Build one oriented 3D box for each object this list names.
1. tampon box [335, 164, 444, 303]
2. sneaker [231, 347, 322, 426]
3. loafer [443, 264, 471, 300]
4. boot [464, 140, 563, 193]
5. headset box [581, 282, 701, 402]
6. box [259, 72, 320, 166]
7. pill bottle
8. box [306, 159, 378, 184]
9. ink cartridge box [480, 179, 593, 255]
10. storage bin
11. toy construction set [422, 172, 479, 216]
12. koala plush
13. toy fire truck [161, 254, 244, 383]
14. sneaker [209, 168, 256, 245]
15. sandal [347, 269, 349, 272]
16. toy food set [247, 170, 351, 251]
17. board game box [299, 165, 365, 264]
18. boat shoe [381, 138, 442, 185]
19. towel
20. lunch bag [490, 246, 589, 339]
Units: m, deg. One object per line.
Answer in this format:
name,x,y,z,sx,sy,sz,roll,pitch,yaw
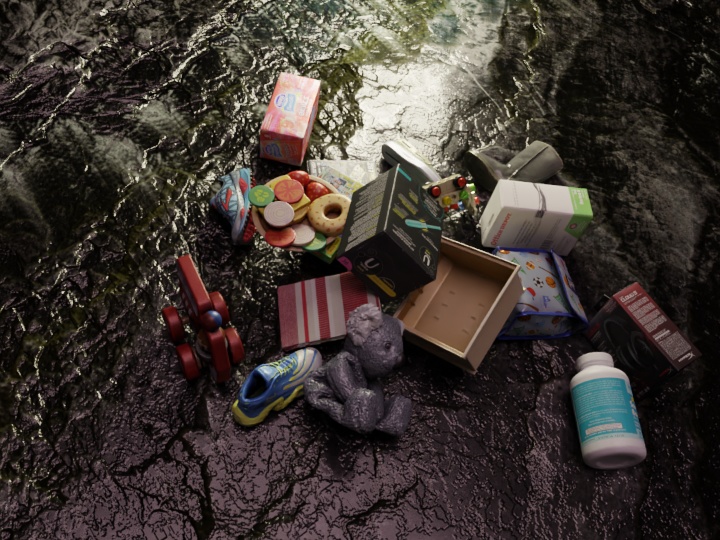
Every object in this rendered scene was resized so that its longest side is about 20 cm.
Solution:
tampon box,0.061,-0.070,1.278,0.150,0.126,0.201,42,40,-26
sneaker,-0.140,0.193,1.180,0.076,0.105,0.200,39,59,16
loafer,0.202,0.041,1.370,0.070,0.068,0.201,-13,55,-9
boot,0.369,-0.262,1.597,0.200,0.073,0.182,-41,85,-23
headset box,0.541,0.134,1.316,0.077,0.149,0.200,-24,65,-24
box,-0.163,-0.353,1.547,0.102,0.095,0.201,13,55,-1
pill bottle,0.454,0.257,1.240,0.110,0.111,0.201,4,57,-7
box,-0.034,-0.155,1.467,0.160,0.049,0.201,-3,57,-9
ink cartridge box,0.378,-0.113,1.453,0.199,0.146,0.084,6,55,-7
storage bin,0.178,0.060,1.266,0.198,0.094,0.200,25,74,35
toy construction set,0.185,-0.137,1.453,0.199,0.132,0.092,-26,23,-25
koala plush,0.007,0.160,1.159,0.183,0.177,0.201,20,87,33
toy fire truck,-0.281,0.092,1.184,0.112,0.168,0.200,-19,62,-21
sneaker,-0.268,-0.127,1.402,0.095,0.079,0.201,-7,50,1
sandal,0.005,0.003,1.354,0.077,0.070,0.212,31,57,11
toy food set,-0.122,-0.119,1.341,0.198,0.049,0.200,-33,68,-24
board game box,-0.066,-0.121,1.395,0.134,0.029,0.200,29,59,11
boat shoe,0.133,-0.244,1.542,0.062,0.072,0.200,-33,65,-25
towel,-0.060,0.073,1.287,0.199,0.023,0.145,-12,55,5
lunch bag,0.363,0.046,1.364,0.199,0.124,0.171,5,55,-24
